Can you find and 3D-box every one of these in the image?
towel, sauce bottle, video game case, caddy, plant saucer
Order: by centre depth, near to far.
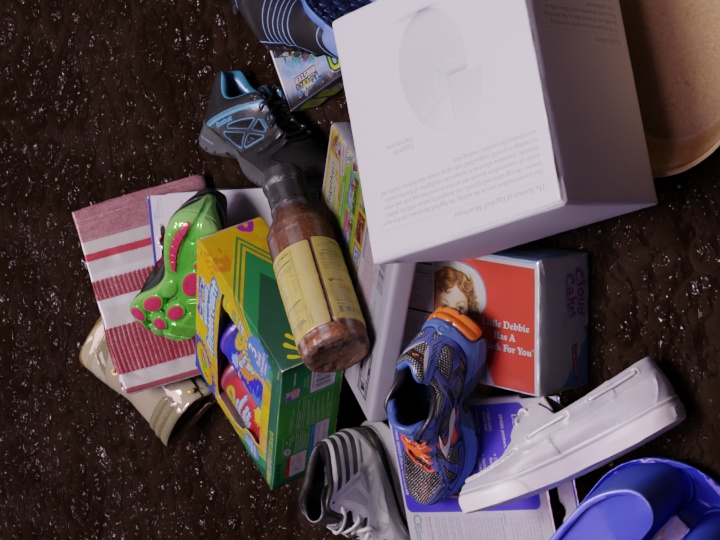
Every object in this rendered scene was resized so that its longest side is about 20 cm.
[{"bbox_3d":[0.226,-0.172,1.244,0.200,0.035,0.201,12,106,46],"label":"plant saucer"},{"bbox_3d":[0.215,0.242,1.293,0.141,0.105,0.200,44,114,16],"label":"caddy"},{"bbox_3d":[-0.044,-0.007,1.442,0.066,0.066,0.201,-51,43,41],"label":"sauce bottle"},{"bbox_3d":[0.000,0.000,1.443,0.182,0.023,0.201,-120,31,-49],"label":"video game case"},{"bbox_3d":[-0.204,0.015,1.694,0.023,0.143,0.201,150,105,-86],"label":"towel"}]

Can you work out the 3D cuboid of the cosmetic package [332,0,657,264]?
[{"bbox_3d":[0.100,-0.122,1.257,0.199,0.123,0.201,-17,78,45],"label":"cosmetic package"}]

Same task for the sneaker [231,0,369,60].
[{"bbox_3d":[-0.050,-0.223,1.465,0.200,0.070,0.078,46,134,38],"label":"sneaker"}]

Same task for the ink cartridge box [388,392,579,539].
[{"bbox_3d":[0.123,0.207,1.430,0.199,0.043,0.199,-8,93,44],"label":"ink cartridge box"}]

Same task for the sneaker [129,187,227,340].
[{"bbox_3d":[-0.169,-0.003,1.609,0.077,0.084,0.200,28,134,-5],"label":"sneaker"}]

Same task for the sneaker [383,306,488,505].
[{"bbox_3d":[0.052,0.123,1.378,0.075,0.078,0.201,30,135,34],"label":"sneaker"}]

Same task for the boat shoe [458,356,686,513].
[{"bbox_3d":[0.160,0.133,1.315,0.200,0.072,0.069,-30,75,24],"label":"boat shoe"}]

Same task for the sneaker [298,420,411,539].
[{"bbox_3d":[-0.001,0.247,1.523,0.076,0.115,0.201,-25,80,47],"label":"sneaker"}]

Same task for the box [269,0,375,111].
[{"bbox_3d":[-0.012,-0.236,1.492,0.200,0.035,0.111,-29,77,47],"label":"box"}]

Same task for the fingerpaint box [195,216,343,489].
[{"bbox_3d":[-0.090,0.080,1.540,0.167,0.073,0.200,55,154,30],"label":"fingerpaint box"}]

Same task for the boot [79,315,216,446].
[{"bbox_3d":[-0.201,0.071,1.741,0.155,0.073,0.200,43,112,22],"label":"boot"}]

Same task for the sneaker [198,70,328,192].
[{"bbox_3d":[-0.087,-0.132,1.569,0.200,0.073,0.082,28,117,40],"label":"sneaker"}]

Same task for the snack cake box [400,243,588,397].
[{"bbox_3d":[0.099,0.031,1.404,0.199,0.067,0.116,11,105,46],"label":"snack cake box"}]

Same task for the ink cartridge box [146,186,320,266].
[{"bbox_3d":[-0.125,-0.034,1.632,0.199,0.039,0.100,0,99,35],"label":"ink cartridge box"}]
